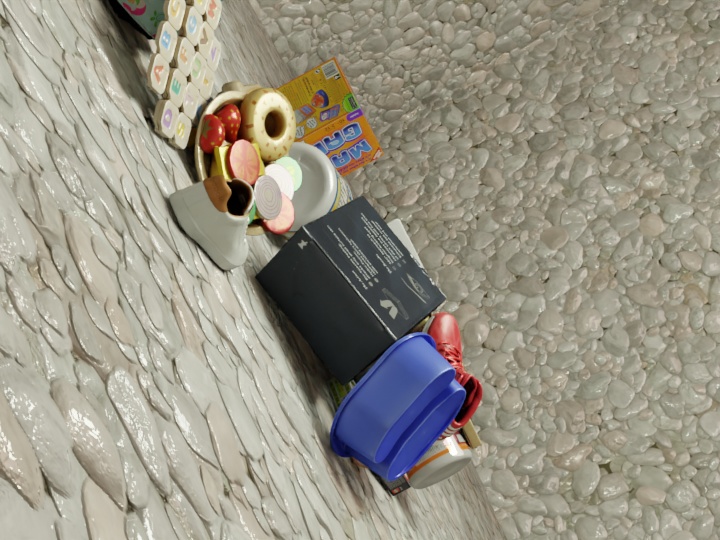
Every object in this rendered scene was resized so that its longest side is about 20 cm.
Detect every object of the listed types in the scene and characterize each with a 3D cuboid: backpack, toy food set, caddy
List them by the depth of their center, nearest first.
[{"bbox_3d":[0.045,0.176,1.516,0.105,0.200,0.142,36,-14,32],"label":"caddy"},{"bbox_3d":[-0.264,-0.385,1.521,0.178,0.150,0.200,49,15,-4],"label":"backpack"},{"bbox_3d":[-0.146,-0.142,1.536,0.199,0.048,0.201,-18,98,-56],"label":"toy food set"}]

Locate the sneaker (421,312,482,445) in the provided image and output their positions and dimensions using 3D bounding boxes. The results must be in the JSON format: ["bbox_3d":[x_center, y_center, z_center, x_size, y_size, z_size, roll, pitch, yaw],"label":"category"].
[{"bbox_3d":[0.138,0.142,1.633,0.078,0.115,0.203,17,61,-27],"label":"sneaker"}]

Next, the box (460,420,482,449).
[{"bbox_3d":[0.139,0.190,1.917,0.202,0.021,0.163,65,-3,-5],"label":"box"}]

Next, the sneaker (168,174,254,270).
[{"bbox_3d":[-0.151,-0.057,1.349,0.073,0.084,0.200,63,3,16],"label":"sneaker"}]

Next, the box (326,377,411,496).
[{"bbox_3d":[0.014,0.251,1.747,0.201,0.034,0.111,58,6,-50],"label":"box"}]

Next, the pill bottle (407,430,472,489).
[{"bbox_3d":[0.091,0.244,1.886,0.202,0.113,0.114,63,5,21],"label":"pill bottle"}]

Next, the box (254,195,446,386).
[{"bbox_3d":[-0.010,0.023,1.605,0.197,0.117,0.200,50,29,4],"label":"box"}]

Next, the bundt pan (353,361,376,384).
[{"bbox_3d":[-0.006,0.121,1.788,0.202,0.076,0.202,50,-3,4],"label":"bundt pan"}]

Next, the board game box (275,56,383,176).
[{"bbox_3d":[-0.088,-0.376,2.949,0.201,0.198,0.200,66,5,35],"label":"board game box"}]

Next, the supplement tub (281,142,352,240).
[{"bbox_3d":[-0.092,-0.118,1.912,0.146,0.143,0.200,64,5,15],"label":"supplement tub"}]

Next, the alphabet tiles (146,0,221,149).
[{"bbox_3d":[-0.213,-0.257,1.427,0.196,0.014,0.203,45,57,-75],"label":"alphabet tiles"}]

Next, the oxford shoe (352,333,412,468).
[{"bbox_3d":[0.058,0.190,1.624,0.072,0.202,0.071,15,-9,31],"label":"oxford shoe"}]

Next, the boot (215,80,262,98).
[{"bbox_3d":[-0.162,-0.186,1.681,0.200,0.071,0.169,-67,143,-85],"label":"boot"}]

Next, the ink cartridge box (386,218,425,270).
[{"bbox_3d":[0.000,0.000,1.942,0.117,0.198,0.067,62,4,-12],"label":"ink cartridge box"}]

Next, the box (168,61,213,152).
[{"bbox_3d":[-0.225,-0.211,1.629,0.120,0.041,0.200,65,3,11],"label":"box"}]

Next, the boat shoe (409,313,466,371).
[{"bbox_3d":[0.085,0.097,1.732,0.199,0.068,0.072,40,43,12],"label":"boat shoe"}]
